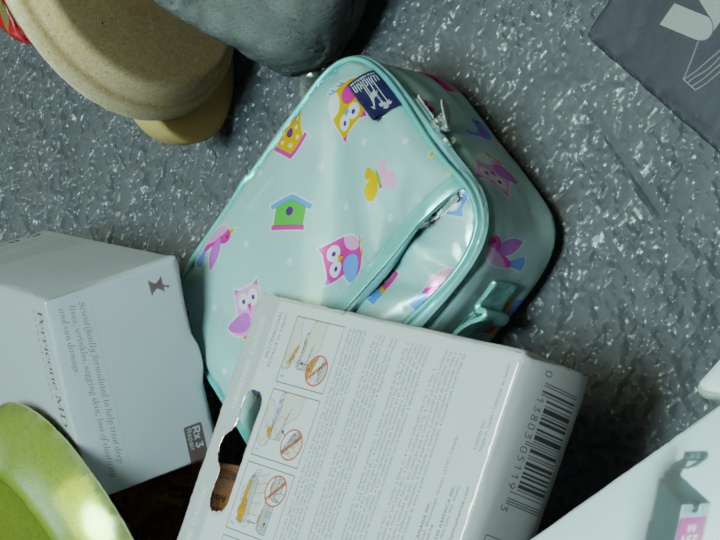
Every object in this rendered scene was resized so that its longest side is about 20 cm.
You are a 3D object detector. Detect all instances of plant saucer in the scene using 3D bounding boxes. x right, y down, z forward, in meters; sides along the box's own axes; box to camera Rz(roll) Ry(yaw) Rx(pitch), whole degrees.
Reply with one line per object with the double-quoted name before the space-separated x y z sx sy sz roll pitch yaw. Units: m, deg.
"plant saucer" -0.157 0.167 1.091 0.200 0.031 0.201 41 144 38

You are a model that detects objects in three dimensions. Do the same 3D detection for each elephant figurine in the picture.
"elephant figurine" -0.023 -0.211 1.084 0.200 0.154 0.142 -48 27 36

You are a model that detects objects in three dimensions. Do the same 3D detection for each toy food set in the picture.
"toy food set" -0.139 -0.176 1.149 0.048 0.199 0.200 -19 69 37

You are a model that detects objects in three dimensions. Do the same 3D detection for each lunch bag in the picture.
"lunch bag" 0.000 0.000 1.047 0.200 0.077 0.161 -52 47 22

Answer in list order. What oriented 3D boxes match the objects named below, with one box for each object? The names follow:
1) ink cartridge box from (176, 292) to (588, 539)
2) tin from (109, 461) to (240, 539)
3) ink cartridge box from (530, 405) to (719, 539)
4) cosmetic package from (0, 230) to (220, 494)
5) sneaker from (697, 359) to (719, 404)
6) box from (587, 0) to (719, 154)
"ink cartridge box" 0.000 0.103 0.951 0.199 0.050 0.162 10 79 53
"tin" -0.087 0.160 1.118 0.199 0.042 0.113 5 78 46
"ink cartridge box" 0.174 0.135 0.812 0.199 0.044 0.174 -36 52 5
"cosmetic package" -0.160 0.046 1.131 0.200 0.081 0.114 9 114 63
"sneaker" 0.193 0.102 0.761 0.088 0.074 0.201 -37 57 20
"box" 0.231 -0.111 0.821 0.197 0.117 0.200 -56 48 17
